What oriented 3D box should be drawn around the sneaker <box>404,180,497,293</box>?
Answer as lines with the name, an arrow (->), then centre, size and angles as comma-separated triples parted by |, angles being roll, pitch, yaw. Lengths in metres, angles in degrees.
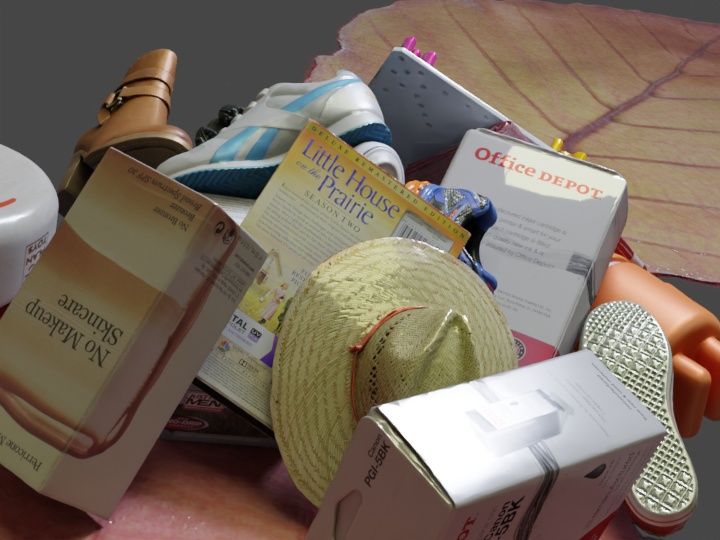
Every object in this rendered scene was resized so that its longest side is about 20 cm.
sneaker -> 0.062, 0.022, 0.995 | 0.077, 0.203, 0.075 | -4, -22, 20

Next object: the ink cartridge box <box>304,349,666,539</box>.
ink cartridge box -> 0.075, 0.143, 0.831 | 0.198, 0.148, 0.083 | -11, 45, -41

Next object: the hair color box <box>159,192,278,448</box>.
hair color box -> -0.101, 0.033, 1.005 | 0.097, 0.061, 0.202 | 7, 44, -16

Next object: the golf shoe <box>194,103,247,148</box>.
golf shoe -> -0.065, -0.049, 1.156 | 0.201, 0.077, 0.095 | 58, -6, 9

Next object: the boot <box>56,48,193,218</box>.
boot -> -0.187, -0.129, 1.184 | 0.076, 0.199, 0.157 | 35, 58, -21

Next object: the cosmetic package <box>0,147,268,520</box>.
cosmetic package -> -0.159, 0.039, 0.846 | 0.102, 0.202, 0.087 | 25, -9, 27

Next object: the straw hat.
straw hat -> 0.041, 0.072, 0.881 | 0.198, 0.205, 0.085 | 5, -10, -21

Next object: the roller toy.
roller toy -> -0.312, -0.021, 0.972 | 0.197, 0.142, 0.183 | 1, 28, -30

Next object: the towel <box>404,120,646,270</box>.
towel -> 0.148, -0.048, 1.213 | 0.200, 0.143, 0.023 | 42, 55, -24

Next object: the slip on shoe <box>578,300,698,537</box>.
slip on shoe -> 0.209, 0.110, 1.018 | 0.073, 0.062, 0.202 | -9, 52, 1

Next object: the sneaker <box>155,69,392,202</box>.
sneaker -> -0.077, -0.098, 1.085 | 0.197, 0.077, 0.081 | -19, 54, -4

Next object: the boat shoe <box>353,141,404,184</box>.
boat shoe -> 0.000, 0.000, 1.035 | 0.073, 0.203, 0.065 | 15, -2, -30

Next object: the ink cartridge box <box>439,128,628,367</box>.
ink cartridge box -> 0.117, 0.005, 1.085 | 0.145, 0.202, 0.083 | 20, -20, 19

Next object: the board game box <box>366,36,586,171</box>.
board game box -> 0.082, -0.106, 1.229 | 0.199, 0.200, 0.026 | 33, 61, -6

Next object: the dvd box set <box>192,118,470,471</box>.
dvd box set -> -0.030, 0.016, 0.932 | 0.145, 0.201, 0.029 | 34, -19, -7

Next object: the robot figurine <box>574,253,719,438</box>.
robot figurine -> 0.225, 0.058, 1.139 | 0.200, 0.144, 0.117 | 38, -5, 40
